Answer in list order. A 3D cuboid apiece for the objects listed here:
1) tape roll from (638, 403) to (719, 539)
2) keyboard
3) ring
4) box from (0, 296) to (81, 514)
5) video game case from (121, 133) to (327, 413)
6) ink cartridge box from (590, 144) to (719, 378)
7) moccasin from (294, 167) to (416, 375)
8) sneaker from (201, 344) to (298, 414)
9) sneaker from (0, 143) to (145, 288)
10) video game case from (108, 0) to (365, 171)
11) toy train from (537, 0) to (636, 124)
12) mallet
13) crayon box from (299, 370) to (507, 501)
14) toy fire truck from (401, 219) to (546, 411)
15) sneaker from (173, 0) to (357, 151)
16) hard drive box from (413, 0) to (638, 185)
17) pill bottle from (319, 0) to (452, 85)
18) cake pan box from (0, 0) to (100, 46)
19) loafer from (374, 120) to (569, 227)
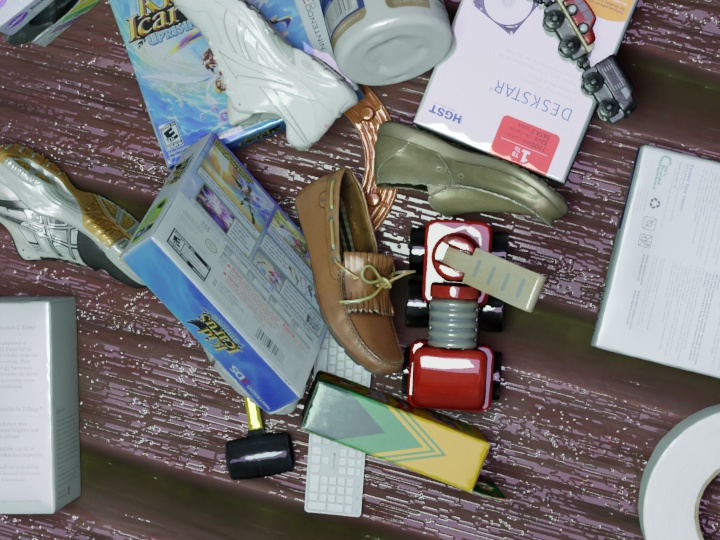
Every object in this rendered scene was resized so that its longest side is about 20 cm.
[{"bbox_3d":[0.362,0.225,1.667,0.201,0.071,0.204,0,90,4],"label":"tape roll"},{"bbox_3d":[-0.020,0.136,1.727,0.056,0.011,0.201,4,91,5],"label":"keyboard"},{"bbox_3d":[-0.060,-0.104,1.723,0.199,0.019,0.202,0,90,5],"label":"ring"},{"bbox_3d":[-0.353,0.126,1.706,0.151,0.106,0.201,0,91,5],"label":"box"},{"bbox_3d":[-0.109,0.001,1.618,0.045,0.182,0.200,-30,111,31],"label":"video game case"},{"bbox_3d":[0.336,0.000,1.682,0.199,0.043,0.197,14,91,1],"label":"ink cartridge box"},{"bbox_3d":[0.001,0.000,1.644,0.078,0.073,0.202,-33,58,34],"label":"moccasin"},{"bbox_3d":[-0.113,0.044,1.682,0.082,0.077,0.200,-41,96,-29],"label":"sneaker"},{"bbox_3d":[-0.285,-0.035,1.726,0.200,0.076,0.088,36,110,6],"label":"sneaker"},{"bbox_3d":[-0.120,-0.214,1.702,0.199,0.045,0.182,-21,81,6],"label":"video game case"},{"bbox_3d":[0.191,-0.225,1.617,0.046,0.034,0.201,-31,88,1],"label":"toy train"},{"bbox_3d":[-0.119,0.104,1.725,0.066,0.041,0.201,-17,85,1],"label":"mallet"},{"bbox_3d":[0.045,0.153,1.659,0.199,0.127,0.051,21,91,-2],"label":"crayon box"},{"bbox_3d":[0.100,0.043,1.621,0.128,0.200,0.177,4,91,5],"label":"toy fire truck"},{"bbox_3d":[-0.105,-0.185,1.637,0.200,0.078,0.100,39,95,10],"label":"sneaker"},{"bbox_3d":[0.158,-0.200,1.676,0.155,0.077,0.201,21,93,5],"label":"hard drive box"},{"bbox_3d":[0.010,-0.282,1.648,0.110,0.111,0.201,-16,66,5],"label":"pill bottle"},{"bbox_3d":[-0.260,-0.288,1.655,0.200,0.184,0.052,-38,88,3],"label":"cake pan box"},{"bbox_3d":[0.100,-0.078,1.673,0.199,0.076,0.068,23,91,21],"label":"loafer"}]
